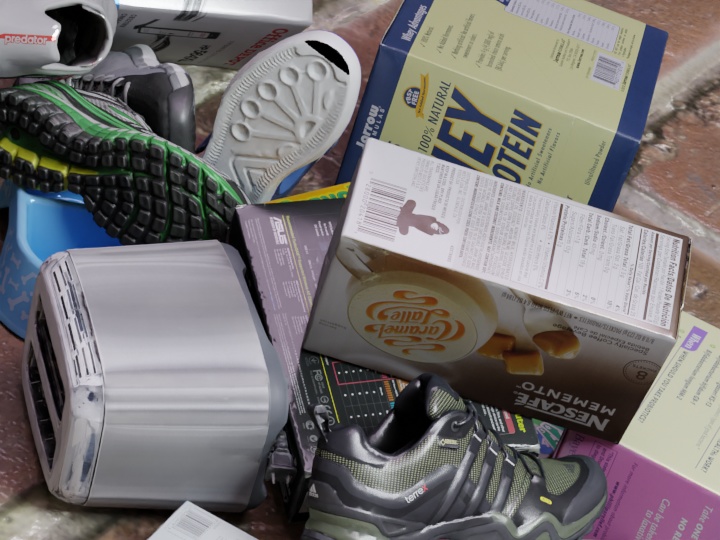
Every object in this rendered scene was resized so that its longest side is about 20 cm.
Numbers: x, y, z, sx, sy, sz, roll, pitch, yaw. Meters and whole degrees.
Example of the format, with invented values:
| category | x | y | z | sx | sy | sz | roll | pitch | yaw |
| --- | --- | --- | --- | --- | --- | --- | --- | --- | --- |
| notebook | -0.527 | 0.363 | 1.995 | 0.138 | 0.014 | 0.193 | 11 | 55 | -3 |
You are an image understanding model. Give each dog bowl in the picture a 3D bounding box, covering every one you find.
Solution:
| category | x | y | z | sx | sy | sz | roll | pitch | yaw |
| --- | --- | --- | --- | --- | --- | --- | --- | --- | --- |
| dog bowl | -0.185 | -0.023 | 1.469 | 0.111 | 0.050 | 0.200 | 10 | 33 | -15 |

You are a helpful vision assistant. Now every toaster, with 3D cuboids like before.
| category | x | y | z | sx | sy | sz | roll | pitch | yaw |
| --- | --- | --- | --- | --- | --- | --- | --- | --- | --- |
| toaster | -0.123 | 0.067 | 1.311 | 0.128 | 0.114 | 0.200 | 1 | 38 | -20 |

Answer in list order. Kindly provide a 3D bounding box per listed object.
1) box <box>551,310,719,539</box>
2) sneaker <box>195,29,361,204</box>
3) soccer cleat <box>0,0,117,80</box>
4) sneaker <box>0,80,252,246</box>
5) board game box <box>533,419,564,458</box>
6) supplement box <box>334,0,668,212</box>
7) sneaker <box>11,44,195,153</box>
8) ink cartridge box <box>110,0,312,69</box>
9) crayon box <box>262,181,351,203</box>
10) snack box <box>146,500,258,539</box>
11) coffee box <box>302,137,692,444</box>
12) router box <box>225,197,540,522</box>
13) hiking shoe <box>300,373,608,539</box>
| category | x | y | z | sx | sy | sz | roll | pitch | yaw |
| --- | --- | --- | --- | --- | --- | --- | --- | --- | --- |
| box | 0.233 | 0.134 | 1.409 | 0.199 | 0.097 | 0.176 | 26 | 33 | 13 |
| sneaker | -0.043 | -0.119 | 1.548 | 0.080 | 0.200 | 0.147 | 37 | 40 | -1 |
| soccer cleat | -0.194 | -0.157 | 1.481 | 0.085 | 0.069 | 0.200 | 6 | 10 | 18 |
| sneaker | -0.150 | -0.076 | 1.446 | 0.199 | 0.078 | 0.085 | 29 | 33 | 16 |
| board game box | 0.074 | 0.107 | 1.433 | 0.095 | 0.030 | 0.200 | 31 | 36 | 17 |
| supplement box | 0.108 | -0.120 | 1.688 | 0.199 | 0.135 | 0.200 | 21 | 32 | 2 |
| sneaker | -0.186 | -0.112 | 1.569 | 0.115 | 0.076 | 0.200 | -4 | 14 | -17 |
| ink cartridge box | -0.150 | -0.212 | 1.672 | 0.199 | 0.146 | 0.085 | 3 | 80 | -24 |
| crayon box | 0.000 | 0.000 | 1.521 | 0.199 | 0.059 | 0.119 | -16 | 47 | -42 |
| snack box | -0.094 | 0.207 | 1.180 | 0.116 | 0.037 | 0.200 | 27 | 33 | 14 |
| coffee box | 0.078 | 0.014 | 1.301 | 0.199 | 0.115 | 0.080 | 18 | 52 | -3 |
| router box | 0.009 | 0.048 | 1.369 | 0.149 | 0.062 | 0.201 | -5 | 56 | -17 |
| hiking shoe | 0.060 | 0.108 | 1.254 | 0.199 | 0.101 | 0.076 | -4 | 10 | -33 |
